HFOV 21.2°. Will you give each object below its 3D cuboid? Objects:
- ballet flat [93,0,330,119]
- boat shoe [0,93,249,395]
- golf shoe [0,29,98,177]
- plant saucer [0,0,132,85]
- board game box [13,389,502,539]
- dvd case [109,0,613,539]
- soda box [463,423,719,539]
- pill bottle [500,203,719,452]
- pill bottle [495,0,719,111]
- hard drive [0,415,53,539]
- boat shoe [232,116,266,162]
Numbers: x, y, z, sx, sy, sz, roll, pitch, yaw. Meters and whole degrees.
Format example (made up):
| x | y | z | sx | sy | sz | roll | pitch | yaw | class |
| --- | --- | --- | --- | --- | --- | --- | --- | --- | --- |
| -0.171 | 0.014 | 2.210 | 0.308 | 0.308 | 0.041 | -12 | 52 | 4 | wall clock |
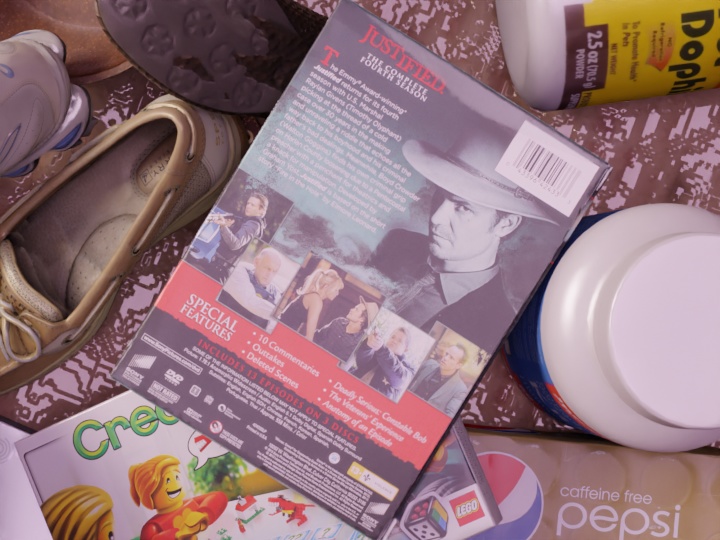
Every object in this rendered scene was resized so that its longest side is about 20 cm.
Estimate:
| x | y | z | sx | sy | sz | roll | pitch | yaw | class |
| --- | --- | --- | --- | --- | --- | --- | --- | --- | --- |
| -0.037 | -0.100 | 0.883 | 0.199 | 0.046 | 0.068 | 16 | 101 | -32 | ballet flat |
| -0.139 | -0.011 | 0.908 | 0.200 | 0.063 | 0.073 | -38 | 81 | 19 | boat shoe |
| -0.222 | -0.043 | 0.896 | 0.200 | 0.097 | 0.078 | -39 | 82 | 18 | golf shoe |
| -0.137 | -0.190 | 0.916 | 0.200 | 0.037 | 0.201 | 5 | 100 | 29 | plant saucer |
| -0.049 | 0.099 | 0.904 | 0.199 | 0.035 | 0.127 | -25 | 84 | 7 | board game box |
| 0.000 | 0.000 | 0.860 | 0.146 | 0.022 | 0.201 | 31 | 94 | -2 | dvd case |
| 0.095 | 0.114 | 0.952 | 0.199 | 0.064 | 0.068 | 6 | 89 | -5 | soda box |
| 0.131 | 0.026 | 0.888 | 0.112 | 0.200 | 0.113 | 0 | 89 | -4 | pill bottle |
| 0.170 | -0.143 | 0.941 | 0.199 | 0.109 | 0.110 | -9 | 89 | -4 | pill bottle |
| -0.174 | 0.184 | 0.948 | 0.131 | 0.026 | 0.201 | 24 | 88 | -4 | hard drive |
| -0.056 | -0.067 | 0.942 | 0.070 | 0.070 | 0.201 | -14 | 81 | -12 | boat shoe |
